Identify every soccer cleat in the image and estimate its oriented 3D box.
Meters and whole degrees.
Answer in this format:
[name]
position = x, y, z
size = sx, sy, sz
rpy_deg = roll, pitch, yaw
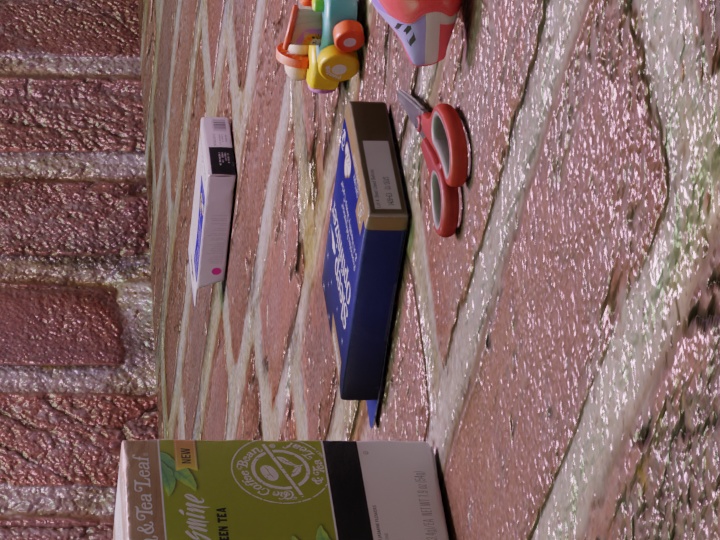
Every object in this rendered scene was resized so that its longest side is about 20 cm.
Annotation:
[soccer cleat]
position = 0.021, -0.194, 1.514
size = 0.200, 0.066, 0.077
rpy_deg = -111, 18, -59

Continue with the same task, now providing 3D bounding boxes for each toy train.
[toy train]
position = -0.037, -0.209, 1.889
size = 0.200, 0.055, 0.151
rpy_deg = -164, 74, -81

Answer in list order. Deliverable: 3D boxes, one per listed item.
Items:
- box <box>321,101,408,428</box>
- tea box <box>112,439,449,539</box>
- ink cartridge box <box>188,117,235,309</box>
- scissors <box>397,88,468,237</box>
[box]
position = 0.000, 0.000, 1.731
size = 0.121, 0.032, 0.201
rpy_deg = -100, 13, -48
[tea box]
position = -0.046, 0.213, 1.489
size = 0.200, 0.196, 0.134
rpy_deg = -102, 15, -51
[ink cartridge box]
position = -0.162, -0.061, 2.736
size = 0.095, 0.037, 0.201
rpy_deg = -100, 16, -45
[scissors]
position = 0.043, -0.092, 1.531
size = 0.200, 0.014, 0.073
rpy_deg = -102, 13, -58
